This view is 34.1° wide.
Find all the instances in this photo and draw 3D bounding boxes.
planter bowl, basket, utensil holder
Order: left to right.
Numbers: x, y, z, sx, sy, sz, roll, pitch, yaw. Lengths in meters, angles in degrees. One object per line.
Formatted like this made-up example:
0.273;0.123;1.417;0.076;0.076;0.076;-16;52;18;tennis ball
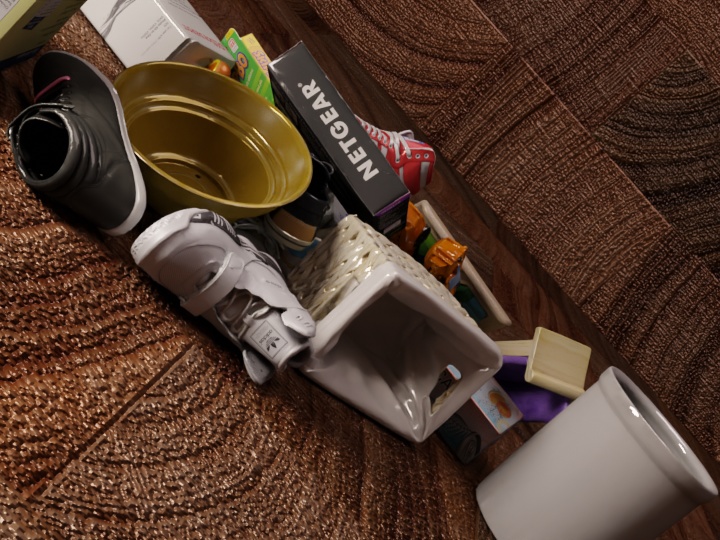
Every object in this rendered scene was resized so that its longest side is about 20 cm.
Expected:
-0.150;-0.099;1.089;0.199;0.084;0.201;21;37;-16;planter bowl
0.024;0.058;1.173;0.200;0.136;0.124;37;13;-39;basket
0.247;0.230;1.251;0.170;0.200;0.170;45;14;-14;utensil holder

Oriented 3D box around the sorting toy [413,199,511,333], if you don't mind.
0.084;0.015;1.482;0.186;0.036;0.200;54;-27;-6;sorting toy

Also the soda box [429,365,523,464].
0.090;0.115;1.330;0.200;0.068;0.063;52;35;13;soda box

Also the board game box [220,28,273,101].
-0.116;-0.198;1.450;0.030;0.095;0.200;-35;89;-38;board game box

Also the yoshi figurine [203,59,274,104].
-0.120;-0.146;1.370;0.200;0.112;0.112;45;28;-27;yoshi figurine

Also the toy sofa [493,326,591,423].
0.171;0.127;1.381;0.082;0.098;0.200;24;-16;-28;toy sofa

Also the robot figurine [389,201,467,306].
0.061;0.005;1.413;0.145;0.058;0.200;42;-30;16;robot figurine

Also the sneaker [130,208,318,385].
-0.102;0.024;0.973;0.115;0.075;0.200;52;10;28;sneaker

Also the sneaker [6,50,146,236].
-0.243;-0.125;0.948;0.099;0.071;0.201;37;20;-57;sneaker

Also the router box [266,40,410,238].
-0.023;-0.131;1.266;0.200;0.051;0.149;55;-7;9;router box

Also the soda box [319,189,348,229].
-0.032;-0.053;1.454;0.068;0.063;0.200;46;13;-14;soda box

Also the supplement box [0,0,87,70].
-0.285;-0.282;0.976;0.134;0.200;0.200;46;13;-10;supplement box

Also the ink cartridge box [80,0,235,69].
-0.258;-0.304;1.389;0.200;0.084;0.146;51;12;12;ink cartridge box

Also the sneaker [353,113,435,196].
0.020;-0.160;1.444;0.200;0.112;0.071;59;-4;-39;sneaker

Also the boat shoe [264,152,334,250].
-0.063;-0.094;1.186;0.074;0.062;0.200;27;25;-19;boat shoe

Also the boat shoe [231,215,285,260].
-0.109;-0.045;1.173;0.074;0.065;0.202;45;14;-13;boat shoe

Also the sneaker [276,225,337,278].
0.000;0.000;1.248;0.199;0.081;0.077;6;39;-42;sneaker
